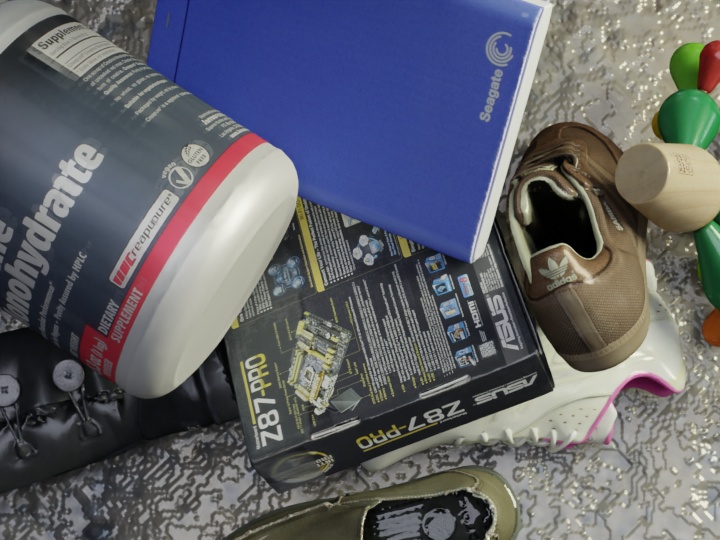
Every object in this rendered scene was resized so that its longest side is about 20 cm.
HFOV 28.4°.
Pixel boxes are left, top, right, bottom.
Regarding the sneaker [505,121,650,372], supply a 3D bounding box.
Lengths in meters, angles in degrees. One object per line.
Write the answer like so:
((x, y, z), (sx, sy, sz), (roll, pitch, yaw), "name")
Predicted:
((0.112, -0.037, 0.752), (0.070, 0.076, 0.201), (-24, 33, 15), "sneaker")

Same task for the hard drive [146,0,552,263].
((-0.015, -0.100, 0.721), (0.199, 0.025, 0.133), (22, 114, 17), "hard drive")

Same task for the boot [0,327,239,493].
((-0.181, 0.036, 0.816), (0.198, 0.066, 0.166), (-17, 76, 4), "boot")

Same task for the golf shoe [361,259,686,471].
((0.090, 0.070, 0.787), (0.199, 0.075, 0.092), (-29, 84, -1), "golf shoe")

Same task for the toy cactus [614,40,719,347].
((0.195, -0.037, 0.761), (0.102, 0.164, 0.202), (-11, 78, 36), "toy cactus")

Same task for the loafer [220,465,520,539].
((-0.008, 0.153, 0.774), (0.198, 0.070, 0.076), (-22, 78, -2), "loafer")

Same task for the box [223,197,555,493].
((0.000, 0.000, 0.772), (0.160, 0.049, 0.201), (-21, 56, 6), "box")

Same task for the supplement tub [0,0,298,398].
((-0.144, -0.043, 0.702), (0.199, 0.140, 0.141), (32, 81, 4), "supplement tub")
